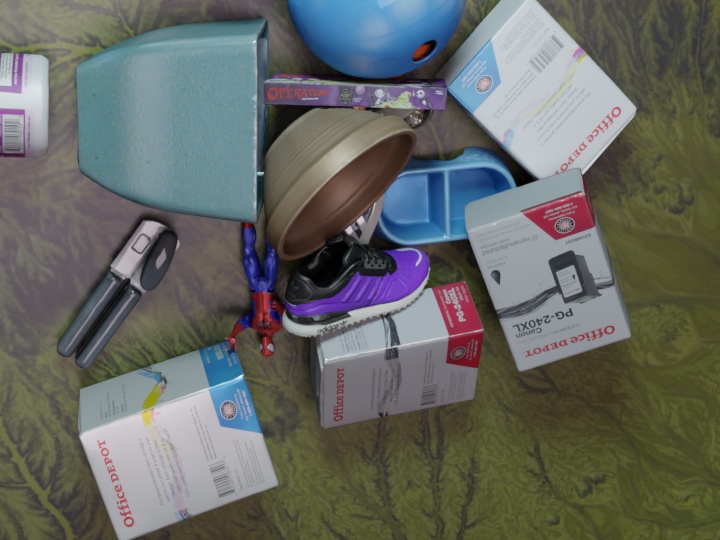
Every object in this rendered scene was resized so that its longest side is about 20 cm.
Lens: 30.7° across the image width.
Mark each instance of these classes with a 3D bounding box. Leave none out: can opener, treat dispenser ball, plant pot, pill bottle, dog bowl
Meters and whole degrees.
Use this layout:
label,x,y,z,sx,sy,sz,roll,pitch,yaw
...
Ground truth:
label,x,y,z,sx,sy,sz,roll,pitch,yaw
can opener,-0.282,0.030,1.527,0.053,0.067,0.201,35,96,-19
treat dispenser ball,0.017,-0.311,1.426,0.199,0.201,0.203,-3,107,-12
plant pot,-0.203,-0.169,1.431,0.198,0.197,0.198,1,106,0
plant pot,-0.041,-0.112,1.428,0.201,0.201,0.093,-43,78,1
pill bottle,-0.437,-0.180,1.409,0.198,0.112,0.114,1,106,-13
dog bowl,0.099,-0.086,1.591,0.198,0.050,0.113,-6,107,-11

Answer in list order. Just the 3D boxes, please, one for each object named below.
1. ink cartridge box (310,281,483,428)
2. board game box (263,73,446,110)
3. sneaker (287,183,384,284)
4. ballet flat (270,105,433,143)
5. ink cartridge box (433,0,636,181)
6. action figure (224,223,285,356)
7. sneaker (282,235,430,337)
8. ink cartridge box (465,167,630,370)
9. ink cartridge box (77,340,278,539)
label,x,y,z,sx,sy,sz,roll,pitch,yaw
ink cartridge box,0.039,0.103,1.582,0.198,0.084,0.146,-10,142,-10
board game box,-0.003,-0.199,1.455,0.198,0.120,0.033,2,99,2
sneaker,-0.034,-0.056,1.550,0.084,0.075,0.202,8,104,-30
ballet flat,-0.008,-0.180,1.531,0.198,0.064,0.068,-14,104,-8
ink cartridge box,0.208,-0.210,1.562,0.200,0.085,0.145,42,95,-19
action figure,-0.122,0.016,1.545,0.064,0.099,0.202,-1,110,10
sneaker,0.000,0.000,1.506,0.199,0.069,0.100,-23,131,-29
ink cartridge box,0.223,0.002,1.552,0.144,0.084,0.201,-18,113,12
ink cartridge box,-0.219,0.197,1.549,0.198,0.145,0.149,-18,108,-7
